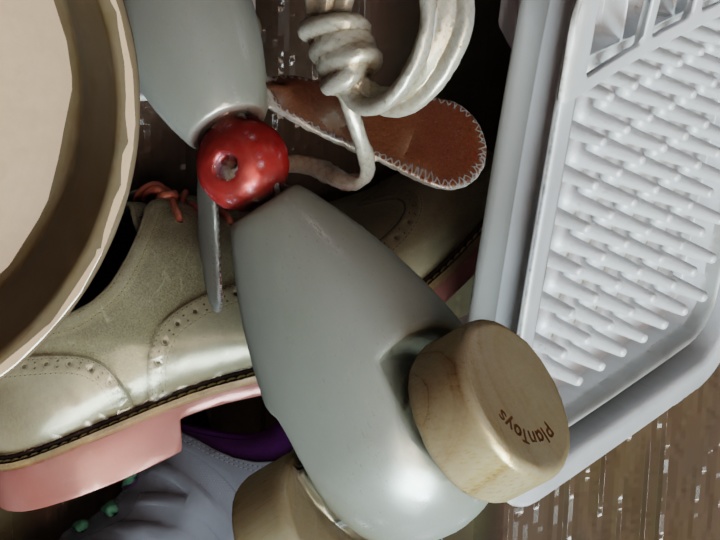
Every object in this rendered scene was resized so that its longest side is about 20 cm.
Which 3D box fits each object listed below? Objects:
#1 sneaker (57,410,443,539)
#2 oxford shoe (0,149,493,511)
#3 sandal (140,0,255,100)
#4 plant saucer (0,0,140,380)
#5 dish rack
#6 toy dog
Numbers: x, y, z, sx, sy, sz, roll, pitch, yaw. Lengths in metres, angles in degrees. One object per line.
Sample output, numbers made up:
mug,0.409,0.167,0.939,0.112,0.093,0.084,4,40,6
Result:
sneaker,-0.071,0.095,0.980,0.199,0.088,0.074,-23,159,13
oxford shoe,-0.039,0.001,0.930,0.199,0.070,0.075,-29,105,-14
sandal,-0.104,-0.114,0.853,0.082,0.050,0.203,-43,123,5
plant saucer,-0.162,-0.047,0.828,0.199,0.029,0.201,-3,107,-8
dish rack,0.084,-0.039,0.933,0.171,0.043,0.201,-29,133,-52
toy dog,0.000,0.000,0.855,0.096,0.131,0.202,0,82,-61
